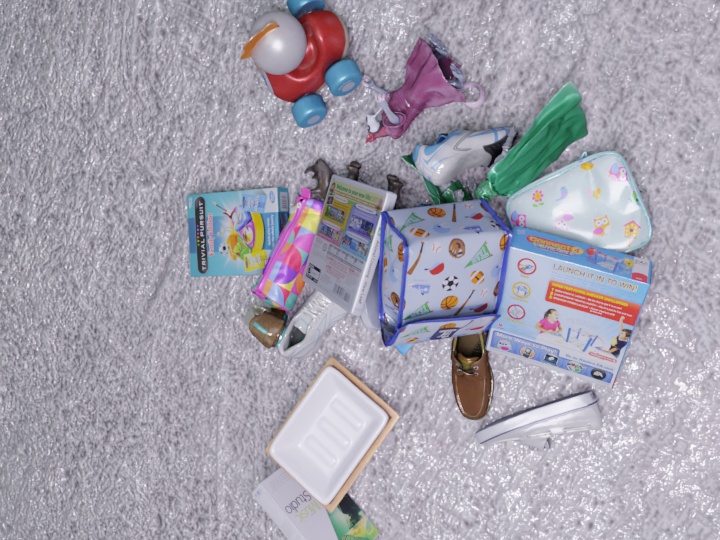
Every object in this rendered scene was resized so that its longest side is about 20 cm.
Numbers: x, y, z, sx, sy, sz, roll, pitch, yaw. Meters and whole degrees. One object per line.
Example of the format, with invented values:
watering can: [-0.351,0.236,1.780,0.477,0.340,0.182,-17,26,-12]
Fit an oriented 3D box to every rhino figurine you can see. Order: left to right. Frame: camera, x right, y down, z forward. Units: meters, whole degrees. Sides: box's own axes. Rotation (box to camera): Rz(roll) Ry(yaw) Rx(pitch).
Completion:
rhino figurine: [-0.018,-0.137,1.222,0.197,0.059,0.089,23,110,24]

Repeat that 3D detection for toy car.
toy car: [-0.130,-0.355,1.170,0.176,0.198,0.187,-34,77,35]

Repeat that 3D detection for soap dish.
soap dish: [-0.045,0.277,1.224,0.156,0.081,0.202,37,92,17]

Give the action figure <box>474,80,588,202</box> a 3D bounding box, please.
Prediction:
action figure: [0.244,-0.174,1.058,0.200,0.118,0.055,-43,44,0]

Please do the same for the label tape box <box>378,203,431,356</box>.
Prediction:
label tape box: [0.094,0.015,1.179,0.144,0.063,0.201,45,109,16]

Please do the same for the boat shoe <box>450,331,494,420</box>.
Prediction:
boat shoe: [0.172,0.143,1.149,0.070,0.068,0.205,-2,92,22]

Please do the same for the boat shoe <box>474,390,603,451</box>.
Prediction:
boat shoe: [0.276,0.246,1.113,0.196,0.072,0.067,-22,80,14]

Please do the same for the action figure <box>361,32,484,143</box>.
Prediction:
action figure: [0.081,-0.276,1.172,0.147,0.136,0.200,29,124,-24]

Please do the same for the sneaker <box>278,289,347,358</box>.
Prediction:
sneaker: [-0.073,0.076,1.246,0.070,0.080,0.202,38,105,18]

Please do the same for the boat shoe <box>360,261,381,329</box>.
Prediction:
boat shoe: [-0.002,-0.001,1.148,0.067,0.073,0.204,-20,72,36]

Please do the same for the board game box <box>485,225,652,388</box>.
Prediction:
board game box: [0.294,0.055,1.040,0.196,0.056,0.199,16,129,15]

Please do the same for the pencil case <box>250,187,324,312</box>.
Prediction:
pencil case: [-0.114,-0.033,1.230,0.087,0.088,0.204,21,83,20]

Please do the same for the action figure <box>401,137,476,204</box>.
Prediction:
action figure: [0.152,-0.114,1.128,0.054,0.118,0.201,-37,89,34]

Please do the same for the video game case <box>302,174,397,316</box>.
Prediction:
video game case: [-0.022,-0.046,1.114,0.199,0.022,0.186,29,103,61]

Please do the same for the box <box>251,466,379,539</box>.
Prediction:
box: [-0.074,0.415,1.227,0.200,0.144,0.037,47,122,13]

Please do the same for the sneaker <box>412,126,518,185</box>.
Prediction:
sneaker: [0.162,-0.187,1.080,0.073,0.197,0.072,52,144,21]

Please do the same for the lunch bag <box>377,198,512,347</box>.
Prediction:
lunch bag: [0.114,0.019,1.025,0.166,0.125,0.204,-6,126,-15]

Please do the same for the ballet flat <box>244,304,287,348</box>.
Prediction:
ballet flat: [-0.163,0.091,1.221,0.071,0.200,0.069,29,90,-5]

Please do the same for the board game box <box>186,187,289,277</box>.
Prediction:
board game box: [-0.224,-0.068,1.321,0.196,0.047,0.155,-2,92,23]

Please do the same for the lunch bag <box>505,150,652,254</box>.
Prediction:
lunch bag: [0.324,-0.082,1.068,0.197,0.077,0.164,-24,82,23]
